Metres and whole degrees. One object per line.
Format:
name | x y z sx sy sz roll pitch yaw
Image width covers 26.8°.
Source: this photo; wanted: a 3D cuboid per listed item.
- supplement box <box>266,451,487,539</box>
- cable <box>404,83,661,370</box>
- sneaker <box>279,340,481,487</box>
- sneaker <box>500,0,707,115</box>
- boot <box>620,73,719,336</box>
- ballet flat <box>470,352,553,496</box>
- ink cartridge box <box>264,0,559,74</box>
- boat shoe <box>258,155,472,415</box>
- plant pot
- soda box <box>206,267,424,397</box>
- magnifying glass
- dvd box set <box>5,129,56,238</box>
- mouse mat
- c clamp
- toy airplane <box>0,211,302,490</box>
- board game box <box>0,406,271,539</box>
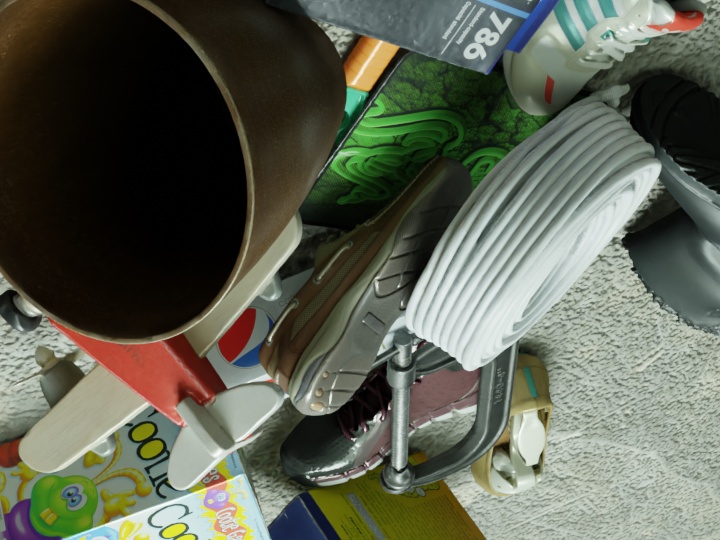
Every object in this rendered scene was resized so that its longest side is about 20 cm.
supplement box | 0.000 0.239 1.256 0.109 0.110 0.199 -46 161 26
cable | 0.116 -0.021 1.018 0.199 0.069 0.201 -28 155 -56
sneaker | 0.017 0.083 1.178 0.199 0.076 0.116 -28 142 -9
sneaker | 0.159 -0.161 0.939 0.070 0.094 0.201 -9 139 -40
boot | 0.248 -0.041 1.126 0.198 0.074 0.162 38 152 -5
ballet flat | 0.133 0.154 1.315 0.068 0.063 0.201 -15 140 -9
ink cartridge box | 0.048 -0.172 0.856 0.198 0.039 0.100 10 132 -33
boat shoe | 0.000 0.000 1.028 0.201 0.072 0.076 -53 148 -8
plant pot | -0.091 -0.084 0.839 0.187 0.187 0.200 -53 172 32
soda box | -0.048 0.047 1.098 0.198 0.064 0.068 -23 158 0
magnifying glass | -0.014 -0.107 0.987 0.079 0.023 0.201 10 130 -34
dvd box set | -0.283 -0.044 0.816 0.199 0.029 0.148 -27 100 -21
mouse mat | 0.065 -0.078 1.053 0.198 0.008 0.161 8 132 -39
c clamp | 0.048 0.104 1.145 0.170 0.027 0.201 -29 141 -19
toy airplane | -0.135 0.041 1.002 0.197 0.141 0.201 0 110 2
board game box | -0.183 0.175 1.157 0.198 0.105 0.104 -19 140 -5
